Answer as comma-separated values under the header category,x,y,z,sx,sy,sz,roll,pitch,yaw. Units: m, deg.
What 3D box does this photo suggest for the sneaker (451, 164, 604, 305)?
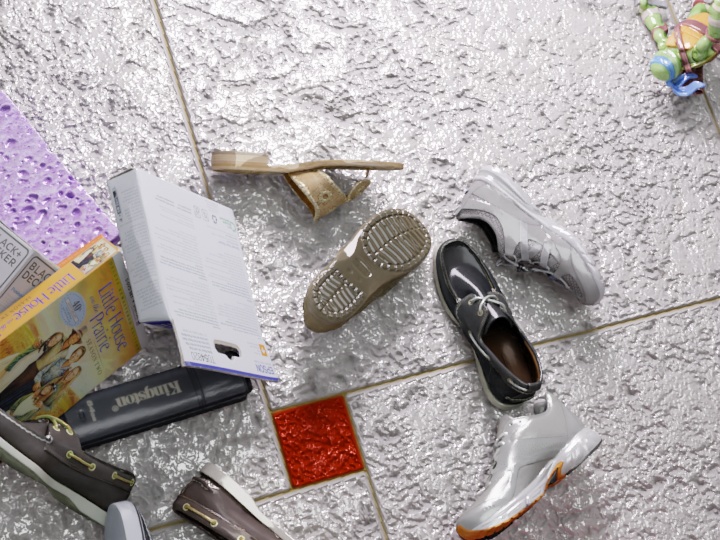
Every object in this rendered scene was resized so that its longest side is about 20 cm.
category,x,y,z,sx,sy,sz,roll,pitch,yaw
sneaker,0.188,-0.024,1.452,0.200,0.075,0.082,43,79,9

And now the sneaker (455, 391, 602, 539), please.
category,x,y,z,sx,sy,sz,roll,pitch,yaw
sneaker,0.160,0.207,1.358,0.199,0.076,0.092,-34,75,-31

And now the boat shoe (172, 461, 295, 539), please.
category,x,y,z,sx,sy,sz,roll,pitch,yaw
boat shoe,-0.096,0.275,1.254,0.200,0.072,0.060,42,71,5

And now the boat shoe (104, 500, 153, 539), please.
category,x,y,z,sx,sy,sz,roll,pitch,yaw
boat shoe,-0.187,0.309,1.202,0.068,0.073,0.201,-13,87,-30

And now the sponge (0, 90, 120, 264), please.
category,x,y,z,sx,sy,sz,roll,pitch,yaw
sponge,-0.350,-0.076,1.323,0.111,0.030,0.200,-39,86,-22

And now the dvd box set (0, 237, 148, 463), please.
category,x,y,z,sx,sy,sz,roll,pitch,yaw
dvd box set,-0.293,0.079,1.205,0.029,0.147,0.200,34,59,29

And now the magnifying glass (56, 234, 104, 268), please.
category,x,y,z,sx,sy,sz,roll,pitch,yaw
magnifying glass,-0.332,0.031,1.272,0.199,0.022,0.080,-36,92,-9

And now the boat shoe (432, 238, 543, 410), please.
category,x,y,z,sx,sy,sz,roll,pitch,yaw
boat shoe,0.142,0.049,1.405,0.071,0.068,0.201,-18,74,-20

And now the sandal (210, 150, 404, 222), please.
category,x,y,z,sx,sy,sz,roll,pitch,yaw
sandal,-0.059,-0.088,1.403,0.210,0.078,0.070,3,90,-9

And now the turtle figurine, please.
category,x,y,z,sx,sy,sz,roll,pitch,yaw
turtle figurine,0.411,-0.334,1.579,0.193,0.144,0.201,-34,87,-28

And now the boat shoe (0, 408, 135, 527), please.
category,x,y,z,sx,sy,sz,roll,pitch,yaw
boat shoe,-0.285,0.170,1.189,0.061,0.071,0.201,-59,136,-19

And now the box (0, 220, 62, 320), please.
category,x,y,z,sx,sy,sz,roll,pitch,yaw
box,-0.354,0.066,1.192,0.060,0.117,0.200,33,79,29

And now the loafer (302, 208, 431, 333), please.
category,x,y,z,sx,sy,sz,roll,pitch,yaw
loafer,0.000,0.000,1.383,0.200,0.067,0.076,-36,87,-40

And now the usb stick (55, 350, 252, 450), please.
category,x,y,z,sx,sy,sz,roll,pitch,yaw
usb stick,-0.207,0.131,1.291,0.199,0.033,0.056,-16,72,-20

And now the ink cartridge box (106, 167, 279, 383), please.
category,x,y,z,sx,sy,sz,roll,pitch,yaw
ink cartridge box,-0.163,0.016,1.268,0.040,0.199,0.202,-22,72,18
